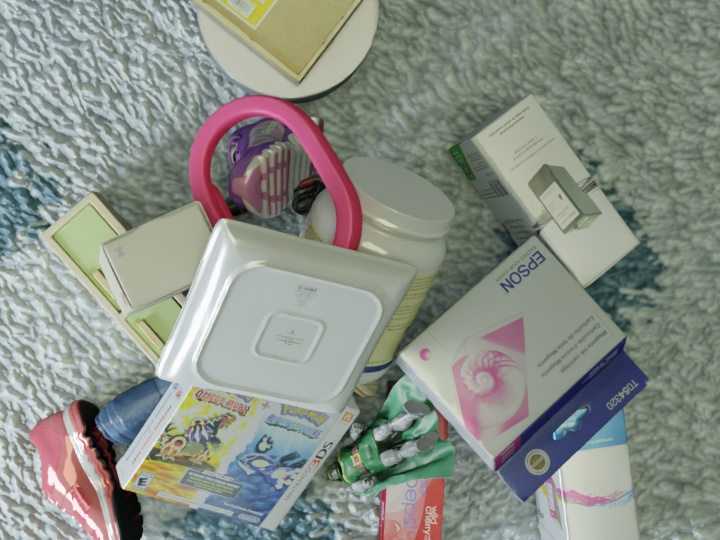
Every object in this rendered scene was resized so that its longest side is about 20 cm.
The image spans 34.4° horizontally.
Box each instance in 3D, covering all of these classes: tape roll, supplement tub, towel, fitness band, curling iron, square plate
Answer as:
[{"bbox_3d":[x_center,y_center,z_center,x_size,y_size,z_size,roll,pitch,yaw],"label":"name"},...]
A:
[{"bbox_3d":[-0.080,-0.288,1.291,0.200,0.066,0.201,0,93,-4],"label":"tape roll"},{"bbox_3d":[0.000,0.000,1.191,0.145,0.145,0.200,23,115,-5],"label":"supplement tub"},{"bbox_3d":[-0.187,0.128,1.272,0.200,0.112,0.049,-27,72,-2],"label":"towel"},{"bbox_3d":[-0.083,-0.072,1.115,0.144,0.037,0.200,-34,79,18],"label":"fitness band"},{"bbox_3d":[-0.126,-0.068,1.313,0.200,0.026,0.050,-12,90,-4],"label":"curling iron"},{"bbox_3d":[-0.071,0.055,1.099,0.200,0.028,0.198,14,125,-21],"label":"square plate"}]

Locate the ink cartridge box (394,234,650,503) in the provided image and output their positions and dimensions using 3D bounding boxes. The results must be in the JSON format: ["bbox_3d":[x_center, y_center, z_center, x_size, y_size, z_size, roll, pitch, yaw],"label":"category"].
[{"bbox_3d":[0.172,0.099,1.198,0.196,0.043,0.200,-41,83,-14],"label":"ink cartridge box"}]

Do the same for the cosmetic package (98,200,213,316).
[{"bbox_3d":[-0.201,-0.007,1.160,0.105,0.200,0.071,-25,92,-12],"label":"cosmetic package"}]

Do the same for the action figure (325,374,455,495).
[{"bbox_3d":[0.018,0.197,1.263,0.055,0.200,0.118,-3,67,-33],"label":"action figure"}]

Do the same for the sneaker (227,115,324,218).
[{"bbox_3d":[-0.108,-0.118,1.246,0.088,0.200,0.081,14,116,11],"label":"sneaker"}]

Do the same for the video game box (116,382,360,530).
[{"bbox_3d":[-0.128,0.180,1.247,0.200,0.047,0.182,23,107,-32],"label":"video game box"}]

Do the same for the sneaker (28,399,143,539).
[{"bbox_3d":[-0.307,0.247,1.298,0.087,0.074,0.200,-20,89,10],"label":"sneaker"}]

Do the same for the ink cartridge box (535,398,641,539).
[{"bbox_3d":[0.246,0.238,1.293,0.085,0.145,0.200,-9,92,-4],"label":"ink cartridge box"}]

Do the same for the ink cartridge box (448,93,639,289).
[{"bbox_3d":[0.197,-0.082,1.280,0.084,0.146,0.200,-37,95,-5],"label":"ink cartridge box"}]

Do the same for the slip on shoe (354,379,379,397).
[{"bbox_3d":[-0.059,0.074,1.310,0.200,0.074,0.061,40,126,-12],"label":"slip on shoe"}]

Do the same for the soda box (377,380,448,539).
[{"bbox_3d":[0.059,0.228,1.320,0.070,0.063,0.200,3,91,-5],"label":"soda box"}]

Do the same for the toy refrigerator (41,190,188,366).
[{"bbox_3d":[-0.254,0.012,1.284,0.076,0.070,0.200,-40,95,-3],"label":"toy refrigerator"}]

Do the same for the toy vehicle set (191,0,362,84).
[{"bbox_3d":[-0.107,-0.310,1.242,0.200,0.027,0.124,38,89,-5],"label":"toy vehicle set"}]
